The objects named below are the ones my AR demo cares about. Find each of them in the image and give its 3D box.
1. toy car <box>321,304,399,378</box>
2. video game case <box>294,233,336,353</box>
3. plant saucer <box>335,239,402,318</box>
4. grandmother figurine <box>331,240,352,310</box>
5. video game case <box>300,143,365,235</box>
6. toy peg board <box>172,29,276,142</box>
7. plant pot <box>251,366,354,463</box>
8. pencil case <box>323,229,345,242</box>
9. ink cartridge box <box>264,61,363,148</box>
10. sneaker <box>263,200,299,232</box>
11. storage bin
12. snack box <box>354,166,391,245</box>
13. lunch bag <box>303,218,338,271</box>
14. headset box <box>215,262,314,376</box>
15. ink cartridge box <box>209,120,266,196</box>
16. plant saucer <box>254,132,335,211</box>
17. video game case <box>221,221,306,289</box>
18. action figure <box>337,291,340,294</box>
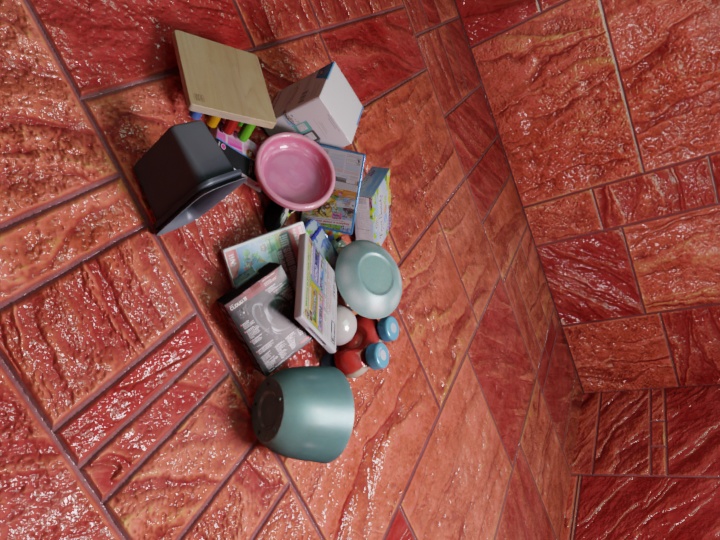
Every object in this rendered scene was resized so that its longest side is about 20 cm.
[{"bbox_3d":[-0.035,0.139,1.324,0.203,0.180,0.179,56,39,-25],"label":"toy car"},{"bbox_3d":[-0.095,0.052,1.183,0.183,0.021,0.206,56,28,-53],"label":"video game case"},{"bbox_3d":[0.031,0.014,1.318,0.195,0.038,0.208,13,64,-28],"label":"plant saucer"},{"bbox_3d":[-0.052,0.010,1.457,0.121,0.058,0.207,33,45,-80],"label":"grandmother figurine"},{"bbox_3d":[-0.071,-0.204,1.344,0.018,0.138,0.207,-68,170,-71],"label":"video game case"},{"bbox_3d":[-0.307,-0.383,1.158,0.194,0.098,0.205,1,60,-40],"label":"toy peg board"},{"bbox_3d":[-0.133,0.298,1.127,0.158,0.197,0.208,17,65,-40],"label":"plant pot"},{"bbox_3d":[-0.095,-0.173,1.409,0.088,0.086,0.207,-34,114,-54],"label":"pencil case"},{"bbox_3d":[-0.120,-0.391,1.355,0.147,0.195,0.150,48,44,-36],"label":"ink cartridge box"},{"bbox_3d":[-0.173,-0.162,1.316,0.083,0.070,0.205,47,45,-40],"label":"sneaker"},{"bbox_3d":[-0.324,-0.181,1.005,0.137,0.197,0.145,61,37,-5],"label":"storage bin"},{"bbox_3d":[0.038,-0.171,1.567,0.170,0.065,0.205,-59,152,-47],"label":"snack box"},{"bbox_3d":[-0.138,-0.019,1.316,0.164,0.081,0.201,59,37,-20],"label":"lunch bag"},{"bbox_3d":[-0.201,0.093,1.138,0.147,0.076,0.204,-37,111,-24],"label":"headset box"},{"bbox_3d":[-0.268,-0.255,1.241,0.198,0.036,0.098,30,55,-50],"label":"ink cartridge box"},{"bbox_3d":[-0.156,-0.226,1.260,0.194,0.051,0.207,11,63,-21],"label":"plant saucer"},{"bbox_3d":[-0.196,-0.009,1.188,0.195,0.017,0.148,-22,104,-26],"label":"video game case"},{"bbox_3d":[0.000,0.000,1.392,0.200,0.099,0.123,-50,125,-63],"label":"action figure"}]
